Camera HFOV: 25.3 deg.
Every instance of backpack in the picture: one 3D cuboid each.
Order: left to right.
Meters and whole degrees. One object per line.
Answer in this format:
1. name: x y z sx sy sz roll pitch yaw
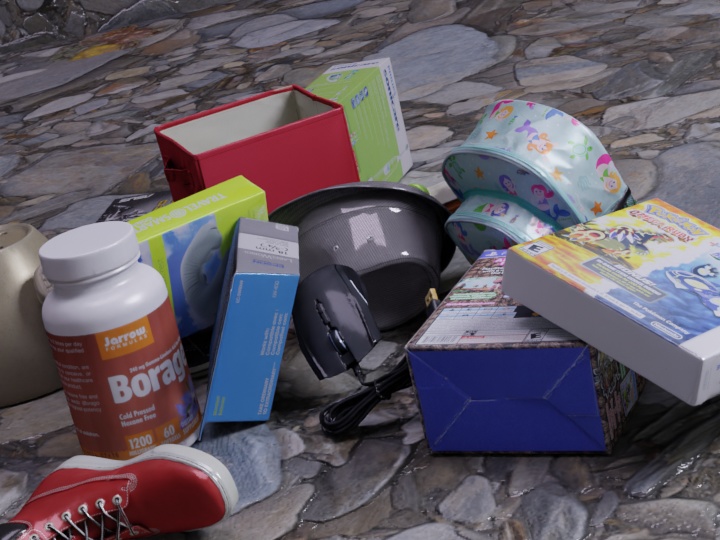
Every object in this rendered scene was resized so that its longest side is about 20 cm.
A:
1. backpack: 0.168 -0.058 1.501 0.151 0.201 0.177 -45 33 -21

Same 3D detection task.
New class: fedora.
1. fedora: 0.000 0.000 1.558 0.198 0.177 0.091 -11 49 7

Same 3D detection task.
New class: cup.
1. cup: -0.368 0.036 1.665 0.199 0.144 0.201 -12 21 4

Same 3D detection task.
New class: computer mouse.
1. computer mouse: 0.002 0.040 1.412 0.140 0.046 0.201 -32 39 14

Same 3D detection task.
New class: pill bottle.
1. pill bottle: -0.213 0.065 1.404 0.111 0.201 0.112 -12 20 4

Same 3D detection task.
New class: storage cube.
1. storage cube: -0.107 -0.084 1.767 0.199 0.181 0.171 -20 21 -17

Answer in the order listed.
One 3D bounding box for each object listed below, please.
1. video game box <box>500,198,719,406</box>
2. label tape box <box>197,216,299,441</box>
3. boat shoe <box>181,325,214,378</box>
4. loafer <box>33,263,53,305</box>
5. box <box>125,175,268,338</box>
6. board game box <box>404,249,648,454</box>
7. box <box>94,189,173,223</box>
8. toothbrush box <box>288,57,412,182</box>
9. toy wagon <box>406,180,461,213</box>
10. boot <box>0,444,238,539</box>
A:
1. video game box: 0.242 0.018 1.237 0.181 0.047 0.200 -16 35 -39
2. label tape box: -0.097 0.053 1.435 0.063 0.145 0.200 11 19 -7
3. boat shoe: -0.192 0.071 1.578 0.198 0.063 0.075 -12 18 0
4. loafer: -0.244 0.034 1.635 0.199 0.068 0.076 10 51 -32
5. box: -0.177 0.002 1.513 0.199 0.123 0.048 -24 36 -28
6. board game box: 0.151 0.062 1.334 0.158 0.098 0.200 -2 23 27
7. box: -0.226 -0.054 1.951 0.198 0.049 0.159 -8 20 14
8. toothbrush box: -0.017 -0.157 1.954 0.085 0.147 0.200 -4 23 25
9. toy wagon: 0.050 -0.038 1.669 0.200 0.040 0.155 -35 -17 27
10. boot: -0.200 0.200 1.236 0.199 0.073 0.144 -9 19 35
